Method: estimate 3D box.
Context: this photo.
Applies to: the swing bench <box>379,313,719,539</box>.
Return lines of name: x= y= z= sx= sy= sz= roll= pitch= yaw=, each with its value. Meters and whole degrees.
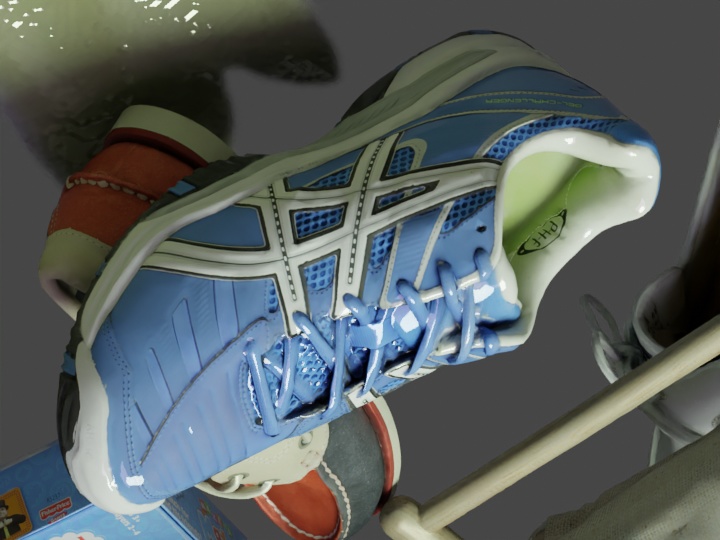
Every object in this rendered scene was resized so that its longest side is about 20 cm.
swing bench: x=0.148 y=0.116 z=0.830 sx=0.200 sy=0.130 sz=0.199 roll=29 pitch=130 yaw=-36

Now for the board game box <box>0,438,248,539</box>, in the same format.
board game box: x=-0.137 y=0.138 z=0.936 sx=0.200 sy=0.037 sz=0.151 roll=-25 pitch=142 yaw=10

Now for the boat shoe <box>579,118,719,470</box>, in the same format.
boat shoe: x=0.113 y=0.023 z=0.865 sx=0.086 sy=0.075 sz=0.202 roll=-3 pitch=137 yaw=-19

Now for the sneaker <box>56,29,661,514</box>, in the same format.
sneaker: x=0.000 y=0.000 z=0.727 sx=0.200 sy=0.077 sz=0.076 roll=-39 pitch=130 yaw=-22

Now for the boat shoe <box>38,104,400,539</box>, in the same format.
boat shoe: x=-0.044 y=0.034 z=0.807 sx=0.071 sy=0.063 sz=0.200 roll=12 pitch=148 yaw=28
